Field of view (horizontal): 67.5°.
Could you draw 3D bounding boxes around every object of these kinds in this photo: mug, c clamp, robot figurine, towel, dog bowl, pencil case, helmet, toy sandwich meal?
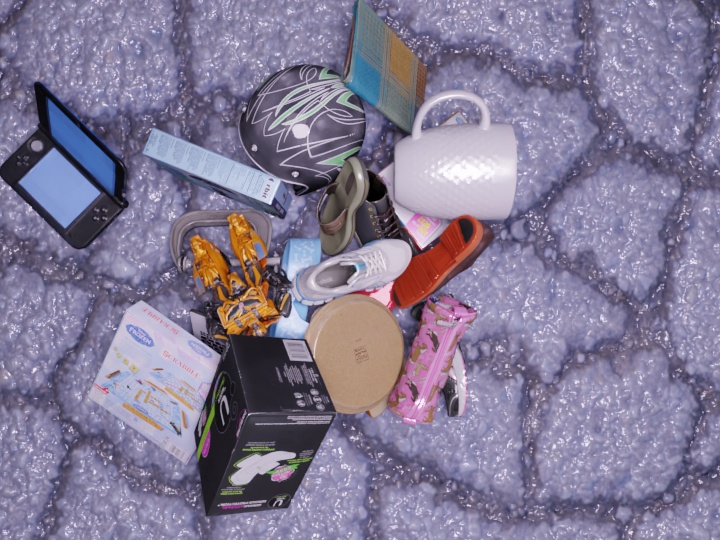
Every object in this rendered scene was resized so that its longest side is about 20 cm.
[{"bbox_3d":[0.138,-0.174,0.824,0.174,0.148,0.201,0,124,2],"label":"mug"},{"bbox_3d":[-0.224,-0.033,0.888,0.198,0.027,0.172,3,63,3],"label":"c clamp"},{"bbox_3d":[-0.184,0.016,0.803,0.144,0.058,0.201,-30,58,2],"label":"robot figurine"},{"bbox_3d":[0.045,-0.317,0.870,0.022,0.199,0.148,-3,73,38],"label":"towel"},{"bbox_3d":[-0.109,0.041,0.872,0.049,0.111,0.202,11,87,-14],"label":"dog bowl"},{"bbox_3d":[0.109,0.138,0.831,0.083,0.086,0.201,28,103,37],"label":"pencil case"},{"bbox_3d":[-0.088,-0.223,0.848,0.198,0.191,0.202,0,83,-3],"label":"helmet"},{"bbox_3d":[-0.011,0.134,0.863,0.204,0.070,0.207,2,86,-30],"label":"toy sandwich meal"}]

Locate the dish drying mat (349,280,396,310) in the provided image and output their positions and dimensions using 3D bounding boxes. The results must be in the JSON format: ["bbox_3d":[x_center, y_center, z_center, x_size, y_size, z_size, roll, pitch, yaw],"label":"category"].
[{"bbox_3d":[0.001,0.080,0.926,0.077,0.018,0.201,34,86,1],"label":"dish drying mat"}]

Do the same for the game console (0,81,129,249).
[{"bbox_3d":[-0.485,-0.162,0.870,0.200,0.118,0.171,44,86,1],"label":"game console"}]

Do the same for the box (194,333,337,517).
[{"bbox_3d":[-0.141,0.213,0.747,0.124,0.149,0.201,9,120,-30],"label":"box"}]

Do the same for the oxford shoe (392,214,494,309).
[{"bbox_3d":[0.131,-0.001,0.857,0.200,0.072,0.072,-43,52,31],"label":"oxford shoe"}]

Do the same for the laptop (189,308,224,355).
[{"bbox_3d":[-0.205,0.188,0.860,0.186,0.201,0.116,20,53,3],"label":"laptop"}]

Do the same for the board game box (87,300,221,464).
[{"bbox_3d":[-0.311,0.181,0.853,0.199,0.041,0.200,35,115,-1],"label":"board game box"}]

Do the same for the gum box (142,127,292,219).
[{"bbox_3d":[-0.215,-0.146,0.853,0.199,0.170,0.045,22,87,-1],"label":"gum box"}]

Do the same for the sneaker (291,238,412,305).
[{"bbox_3d":[0.000,0.000,0.803,0.199,0.087,0.075,-22,89,-22],"label":"sneaker"}]

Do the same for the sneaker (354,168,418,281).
[{"bbox_3d":[0.039,-0.067,0.884,0.075,0.106,0.200,-39,89,-20],"label":"sneaker"}]

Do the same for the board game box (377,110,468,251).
[{"bbox_3d":[0.136,-0.154,0.932,0.200,0.040,0.153,-37,89,-4],"label":"board game box"}]

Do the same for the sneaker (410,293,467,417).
[{"bbox_3d":[0.131,0.144,0.909,0.086,0.080,0.202,-9,81,11],"label":"sneaker"}]

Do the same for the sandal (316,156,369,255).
[{"bbox_3d":[-0.041,-0.101,0.857,0.057,0.201,0.080,-16,61,-27],"label":"sandal"}]
